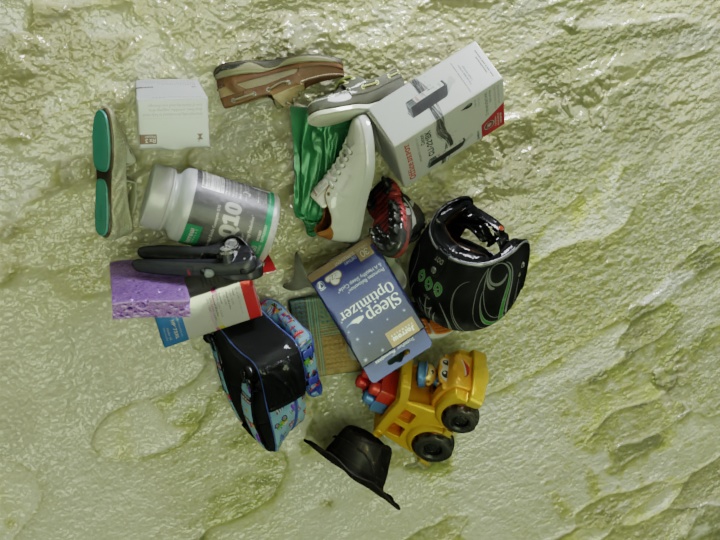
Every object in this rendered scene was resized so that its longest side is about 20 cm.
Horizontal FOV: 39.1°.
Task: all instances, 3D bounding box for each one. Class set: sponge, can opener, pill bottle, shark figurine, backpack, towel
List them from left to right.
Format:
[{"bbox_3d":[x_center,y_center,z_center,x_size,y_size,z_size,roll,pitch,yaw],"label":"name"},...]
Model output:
[{"bbox_3d":[-0.316,0.025,1.508,0.109,0.200,0.030,-3,109,-14],"label":"sponge"},{"bbox_3d":[-0.243,-0.011,1.497,0.196,0.064,0.080,1,125,6],"label":"can opener"},{"bbox_3d":[-0.230,-0.088,1.545,0.197,0.113,0.115,15,101,-17],"label":"pill bottle"},{"bbox_3d":[-0.145,0.175,1.611,0.133,0.182,0.203,-26,125,-23],"label":"backpack"},{"bbox_3d":[-0.019,0.102,1.702,0.196,0.022,0.150,-8,107,-11],"label":"towel"},{"bbox_3d":[-0.010,0.017,1.640,0.211,0.129,0.090,-22,153,-16],"label":"shark figurine"}]

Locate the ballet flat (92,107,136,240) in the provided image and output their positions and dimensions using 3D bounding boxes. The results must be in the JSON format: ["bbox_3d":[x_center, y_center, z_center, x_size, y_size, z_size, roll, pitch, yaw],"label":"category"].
[{"bbox_3d":[-0.369,-0.147,1.530,0.062,0.067,0.204,-10,114,-40],"label":"ballet flat"}]

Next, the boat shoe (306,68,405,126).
[{"bbox_3d":[-0.007,-0.266,1.548,0.200,0.072,0.061,-19,90,-38],"label":"boat shoe"}]

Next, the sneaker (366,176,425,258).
[{"bbox_3d":[0.062,-0.070,1.580,0.098,0.201,0.071,39,109,-22],"label":"sneaker"}]

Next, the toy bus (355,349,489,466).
[{"bbox_3d":[0.094,0.199,1.673,0.190,0.137,0.201,26,131,-11],"label":"toy bus"}]

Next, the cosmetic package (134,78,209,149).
[{"bbox_3d":[-0.272,-0.226,1.448,0.100,0.200,0.076,-4,107,-13],"label":"cosmetic package"}]

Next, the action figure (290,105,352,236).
[{"bbox_3d":[-0.069,-0.153,1.599,0.116,0.055,0.204,4,101,-17],"label":"action figure"}]

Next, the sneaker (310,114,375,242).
[{"bbox_3d":[-0.029,-0.138,1.544,0.083,0.073,0.204,2,111,-19],"label":"sneaker"}]

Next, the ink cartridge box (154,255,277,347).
[{"bbox_3d":[-0.224,0.042,1.581,0.197,0.116,0.068,-17,110,-8],"label":"ink cartridge box"}]

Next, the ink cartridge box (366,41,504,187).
[{"bbox_3d":[0.120,-0.238,1.569,0.198,0.145,0.084,-32,68,-3],"label":"ink cartridge box"}]

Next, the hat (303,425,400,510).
[{"bbox_3d":[0.004,0.310,1.690,0.200,0.200,0.082,39,78,-20],"label":"hat"}]

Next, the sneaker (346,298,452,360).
[{"bbox_3d":[0.062,0.102,1.681,0.197,0.077,0.092,-4,147,-27],"label":"sneaker"}]

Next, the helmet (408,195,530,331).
[{"bbox_3d":[0.171,0.002,1.627,0.196,0.202,0.193,-7,138,-12],"label":"helmet"}]

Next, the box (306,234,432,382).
[{"bbox_3d":[0.018,0.062,1.578,0.120,0.032,0.202,-32,95,-1],"label":"box"}]

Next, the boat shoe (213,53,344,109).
[{"bbox_3d":[-0.122,-0.283,1.536,0.196,0.076,0.075,-7,94,-3],"label":"boat shoe"}]
